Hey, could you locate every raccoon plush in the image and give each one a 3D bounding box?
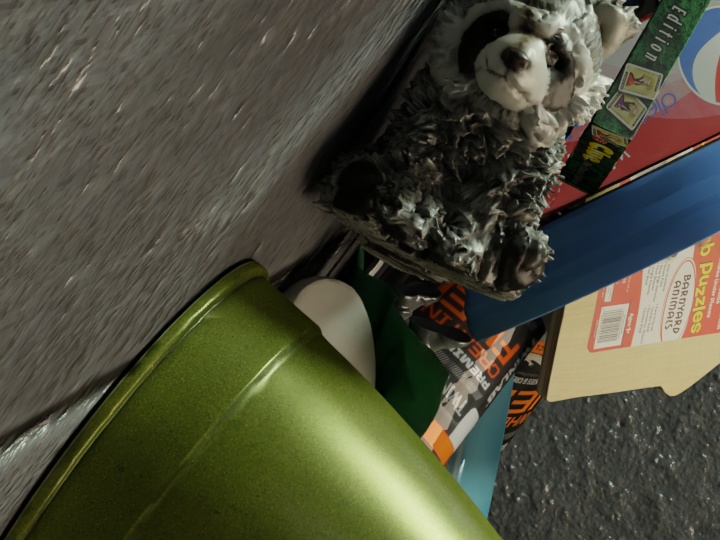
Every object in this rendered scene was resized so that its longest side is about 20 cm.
[{"bbox_3d":[0.042,-0.069,0.981,0.134,0.097,0.200,-64,-163,-4],"label":"raccoon plush"}]

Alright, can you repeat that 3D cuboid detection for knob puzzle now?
[{"bbox_3d":[0.185,-0.025,1.261,0.219,0.030,0.220,-17,121,-31],"label":"knob puzzle"}]

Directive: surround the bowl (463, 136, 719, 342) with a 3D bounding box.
[{"bbox_3d":[0.137,-0.025,1.091,0.200,0.039,0.201,-26,178,-1],"label":"bowl"}]

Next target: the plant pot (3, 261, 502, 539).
[{"bbox_3d":[-0.027,0.133,0.941,0.201,0.193,0.200,-52,174,-8],"label":"plant pot"}]

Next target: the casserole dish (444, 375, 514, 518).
[{"bbox_3d":[0.020,0.092,1.305,0.039,0.121,0.200,58,39,-50],"label":"casserole dish"}]

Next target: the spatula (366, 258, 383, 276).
[{"bbox_3d":[0.000,0.000,1.180,0.200,0.021,0.057,-53,174,-7],"label":"spatula"}]

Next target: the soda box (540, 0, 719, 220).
[{"bbox_3d":[0.141,-0.088,1.122,0.200,0.070,0.063,-25,-179,-14],"label":"soda box"}]

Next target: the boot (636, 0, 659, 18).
[{"bbox_3d":[0.205,-0.123,1.381,0.074,0.154,0.204,-54,174,8],"label":"boot"}]

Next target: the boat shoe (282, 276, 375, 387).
[{"bbox_3d":[-0.044,0.099,1.093,0.072,0.068,0.201,0,99,-34],"label":"boat shoe"}]

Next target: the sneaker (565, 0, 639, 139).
[{"bbox_3d":[0.083,-0.117,1.001,0.200,0.066,0.078,-58,164,25],"label":"sneaker"}]

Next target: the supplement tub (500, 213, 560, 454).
[{"bbox_3d":[0.067,0.044,1.436,0.200,0.122,0.123,-57,172,29],"label":"supplement tub"}]

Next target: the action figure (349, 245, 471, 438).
[{"bbox_3d":[-0.007,0.101,1.139,0.200,0.055,0.118,-65,-152,25],"label":"action figure"}]

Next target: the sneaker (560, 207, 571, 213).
[{"bbox_3d":[0.095,-0.081,1.247,0.071,0.099,0.200,-54,142,-5],"label":"sneaker"}]

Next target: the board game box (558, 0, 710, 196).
[{"bbox_3d":[0.152,-0.132,1.015,0.200,0.023,0.105,-59,175,-11],"label":"board game box"}]

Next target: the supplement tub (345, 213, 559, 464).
[{"bbox_3d":[0.030,0.043,1.241,0.200,0.107,0.107,-52,173,-13],"label":"supplement tub"}]

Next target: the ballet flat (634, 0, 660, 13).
[{"bbox_3d":[0.150,-0.169,1.133,0.200,0.071,0.069,-45,164,-54],"label":"ballet flat"}]
